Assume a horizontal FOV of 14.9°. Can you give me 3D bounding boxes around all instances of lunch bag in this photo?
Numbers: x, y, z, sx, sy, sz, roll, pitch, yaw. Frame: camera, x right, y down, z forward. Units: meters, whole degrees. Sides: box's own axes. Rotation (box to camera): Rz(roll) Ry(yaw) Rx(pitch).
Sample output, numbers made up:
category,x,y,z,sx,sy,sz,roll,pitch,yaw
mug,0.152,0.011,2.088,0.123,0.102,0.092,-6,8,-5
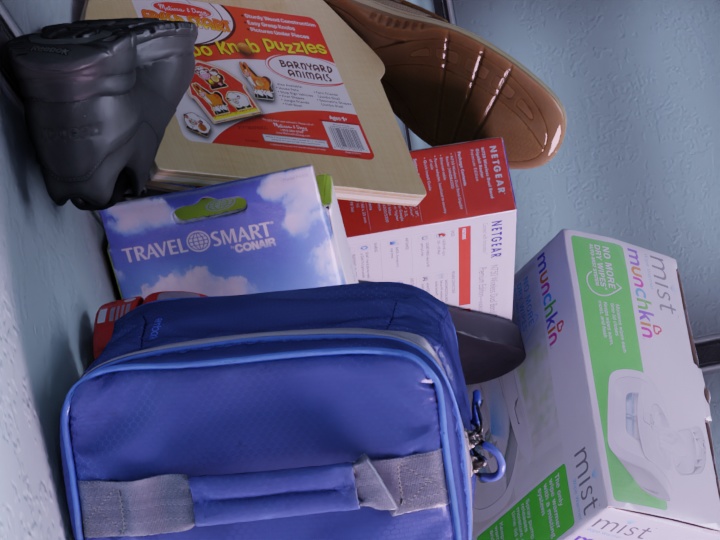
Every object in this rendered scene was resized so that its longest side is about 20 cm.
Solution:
category,x,y,z,sx,sy,sz,roll,pitch,yaw
lunch bag,-0.033,0.089,1.251,0.132,0.199,0.137,-68,151,-73

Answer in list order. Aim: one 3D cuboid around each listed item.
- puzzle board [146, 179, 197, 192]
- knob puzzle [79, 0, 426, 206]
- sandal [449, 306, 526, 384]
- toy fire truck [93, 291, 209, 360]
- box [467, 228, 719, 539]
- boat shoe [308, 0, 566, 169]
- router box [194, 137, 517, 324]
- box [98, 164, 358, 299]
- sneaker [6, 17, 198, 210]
category,x,y,z,sx,sy,sz,roll,pitch,yaw
puzzle board,-0.078,-0.112,1.602,0.200,0.017,0.151,8,74,-52
knob puzzle,-0.073,-0.115,1.522,0.030,0.219,0.220,-53,-151,38
sandal,0.020,0.046,1.616,0.199,0.076,0.043,8,59,-36
toy fire truck,-0.045,0.094,1.380,0.049,0.140,0.201,-90,166,-60
box,0.130,0.109,1.711,0.176,0.096,0.201,-45,-140,45
boat shoe,0.036,-0.124,1.612,0.072,0.199,0.072,-40,150,-61
router box,0.000,0.000,1.621,0.200,0.179,0.049,87,-7,-66
box,-0.056,0.036,1.458,0.048,0.121,0.201,-87,164,-64
sneaker,-0.127,-0.078,1.353,0.200,0.076,0.091,-39,127,-74
